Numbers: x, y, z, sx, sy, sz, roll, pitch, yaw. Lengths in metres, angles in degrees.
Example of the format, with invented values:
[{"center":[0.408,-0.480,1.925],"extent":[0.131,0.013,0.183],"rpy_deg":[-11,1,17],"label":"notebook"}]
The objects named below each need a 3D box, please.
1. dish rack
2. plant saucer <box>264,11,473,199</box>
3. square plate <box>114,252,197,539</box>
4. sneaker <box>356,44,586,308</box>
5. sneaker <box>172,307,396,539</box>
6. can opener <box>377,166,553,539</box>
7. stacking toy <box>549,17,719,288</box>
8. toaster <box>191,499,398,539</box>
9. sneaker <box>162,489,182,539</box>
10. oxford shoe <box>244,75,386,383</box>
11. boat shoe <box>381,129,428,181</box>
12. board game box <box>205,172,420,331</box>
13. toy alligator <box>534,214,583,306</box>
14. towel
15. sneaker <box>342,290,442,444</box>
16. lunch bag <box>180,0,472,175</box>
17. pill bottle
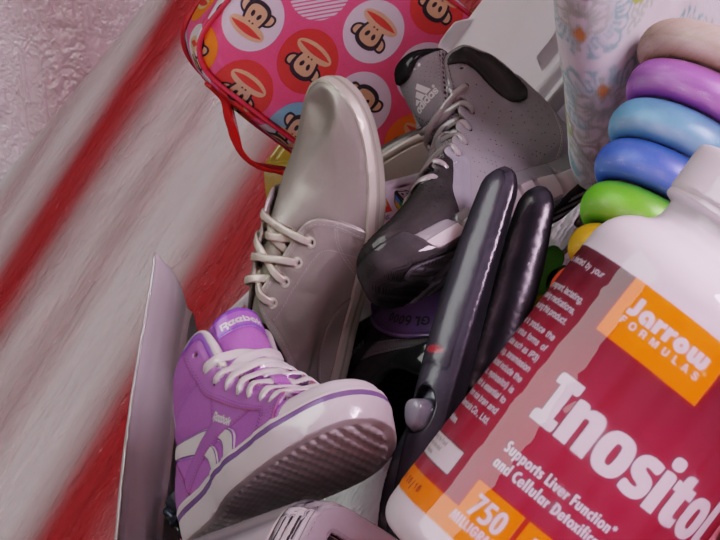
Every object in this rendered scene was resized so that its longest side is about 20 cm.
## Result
[{"center":[0.097,-0.133,1.303],"extent":[0.200,0.043,0.173],"rpy_deg":[-51,27,45],"label":"dish rack"},{"center":[0.001,-0.123,1.663],"extent":[0.201,0.048,0.200],"rpy_deg":[-55,16,-10],"label":"plant saucer"},{"center":[-0.123,0.107,1.336],"extent":[0.200,0.028,0.200],"rpy_deg":[96,180,-77],"label":"square plate"},{"center":[0.039,-0.058,1.147],"extent":[0.200,0.116,0.075],"rpy_deg":[-26,-13,-50],"label":"sneaker"},{"center":[-0.050,0.064,1.094],"extent":[0.200,0.072,0.115],"rpy_deg":[-36,57,55],"label":"sneaker"},{"center":[0.050,0.048,1.050],"extent":[0.078,0.063,0.201],"rpy_deg":[12,85,42],"label":"can opener"},{"center":[0.133,-0.017,1.034],"extent":[0.201,0.085,0.085],"rpy_deg":[-62,18,-13],"label":"stacking toy"},{"center":[-0.041,0.190,1.000],"extent":[0.129,0.113,0.201],"rpy_deg":[-29,32,47],"label":"toaster"},{"center":[-0.074,0.155,1.221],"extent":[0.074,0.081,0.200],"rpy_deg":[-49,16,11],"label":"sneaker"},{"center":[-0.032,-0.006,1.174],"extent":[0.075,0.057,0.201],"rpy_deg":[33,118,50],"label":"oxford shoe"},{"center":[-0.002,-0.029,1.442],"extent":[0.200,0.067,0.057],"rpy_deg":[-49,21,24],"label":"boat shoe"},{"center":[0.000,0.000,1.284],"extent":[0.126,0.035,0.200],"rpy_deg":[-16,-17,-40],"label":"board game box"},{"center":[0.077,0.020,1.138],"extent":[0.059,0.054,0.201],"rpy_deg":[-26,31,56],"label":"toy alligator"},{"center":[0.162,-0.163,1.121],"extent":[0.048,0.172,0.200],"rpy_deg":[21,59,27],"label":"towel"},{"center":[-0.005,0.072,1.231],"extent":[0.200,0.075,0.088],"rpy_deg":[-42,28,41],"label":"sneaker"},{"center":[-0.019,-0.140,1.484],"extent":[0.177,0.200,0.082],"rpy_deg":[-52,21,-1],"label":"lunch bag"},{"center":[0.110,0.053,0.872],"extent":[0.200,0.113,0.113],"rpy_deg":[-53,16,0],"label":"pill bottle"}]
